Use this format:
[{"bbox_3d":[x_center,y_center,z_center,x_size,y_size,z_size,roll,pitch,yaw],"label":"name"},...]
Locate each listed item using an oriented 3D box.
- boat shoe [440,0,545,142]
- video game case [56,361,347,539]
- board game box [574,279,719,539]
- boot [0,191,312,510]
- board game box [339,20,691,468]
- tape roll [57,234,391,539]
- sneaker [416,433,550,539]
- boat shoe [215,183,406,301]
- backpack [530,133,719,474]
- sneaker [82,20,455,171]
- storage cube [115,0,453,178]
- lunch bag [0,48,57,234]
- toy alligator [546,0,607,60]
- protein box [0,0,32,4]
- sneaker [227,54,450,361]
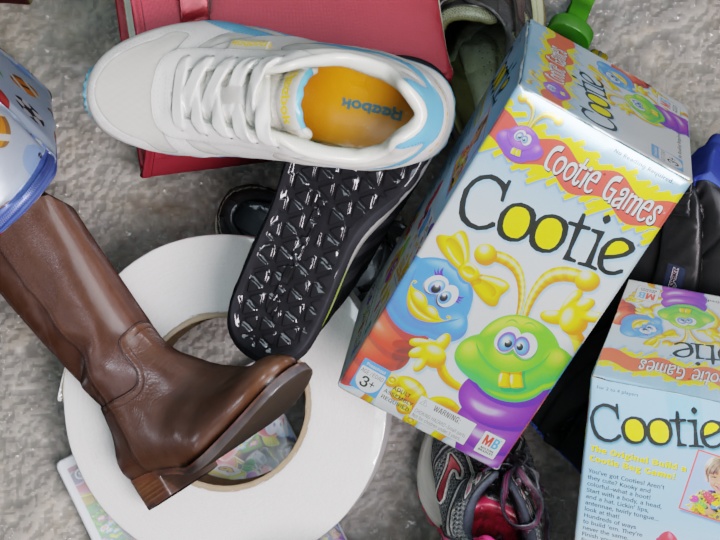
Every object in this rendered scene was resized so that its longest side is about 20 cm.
[{"bbox_3d":[0.074,-0.148,1.175,0.071,0.066,0.202,-24,61,27],"label":"boat shoe"},{"bbox_3d":[-0.083,0.178,1.173,0.143,0.018,0.201,-26,84,-7],"label":"video game case"},{"bbox_3d":[0.177,0.123,1.032,0.104,0.103,0.201,11,123,14],"label":"board game box"},{"bbox_3d":[-0.131,0.021,1.058,0.064,0.186,0.201,-28,83,-44],"label":"boot"},{"bbox_3d":[0.084,-0.013,1.024,0.103,0.105,0.201,28,117,-5],"label":"board game box"},{"bbox_3d":[-0.081,0.078,1.138,0.201,0.037,0.204,0,91,8],"label":"tape roll"},{"bbox_3d":[0.081,0.135,1.115,0.080,0.201,0.075,10,124,-8],"label":"sneaker"},{"bbox_3d":[0.001,-0.002,1.178,0.199,0.066,0.075,29,83,2],"label":"boat shoe"},{"bbox_3d":[0.204,0.041,1.137,0.162,0.168,0.200,44,115,5],"label":"backpack"},{"bbox_3d":[-0.052,-0.094,0.987,0.198,0.081,0.077,3,94,9],"label":"sneaker"},{"bbox_3d":[-0.056,-0.164,1.136,0.178,0.200,0.172,-8,82,-10],"label":"storage cube"},{"bbox_3d":[-0.254,-0.052,1.108,0.160,0.200,0.076,-44,112,7],"label":"lunch bag"},{"bbox_3d":[0.108,-0.097,1.204,0.059,0.054,0.201,26,81,1],"label":"toy alligator"},{"bbox_3d":[-0.270,-0.288,1.139,0.134,0.199,0.202,3,82,-2],"label":"protein box"},{"bbox_3d":[-0.016,-0.036,1.070,0.072,0.083,0.201,34,101,5],"label":"sneaker"}]
